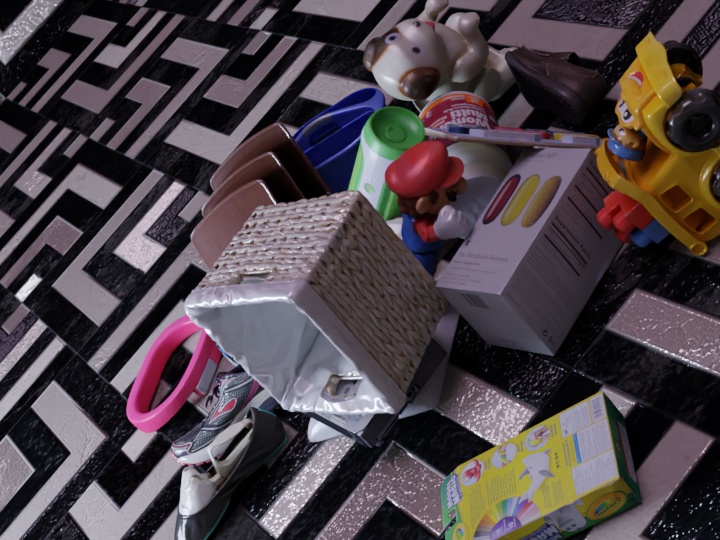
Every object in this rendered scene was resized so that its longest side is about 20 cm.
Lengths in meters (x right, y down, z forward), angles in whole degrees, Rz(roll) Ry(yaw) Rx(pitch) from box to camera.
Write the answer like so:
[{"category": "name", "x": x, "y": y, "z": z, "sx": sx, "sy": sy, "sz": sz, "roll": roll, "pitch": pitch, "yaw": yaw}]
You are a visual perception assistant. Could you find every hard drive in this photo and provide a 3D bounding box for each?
[{"category": "hard drive", "x": -0.004, "y": 0.117, "z": 1.649, "sx": 0.140, "sy": 0.038, "sz": 0.199, "roll": -53, "pitch": 32, "yaw": -11}]

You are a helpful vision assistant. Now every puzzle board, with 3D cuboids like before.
[{"category": "puzzle board", "x": 0.187, "y": -0.155, "z": 1.655, "sx": 0.151, "sy": 0.198, "sz": 0.018, "roll": -143, "pitch": 56, "yaw": -76}]

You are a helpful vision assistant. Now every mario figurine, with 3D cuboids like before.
[{"category": "mario figurine", "x": 0.090, "y": -0.058, "z": 1.633, "sx": 0.123, "sy": 0.201, "sz": 0.106, "roll": 29, "pitch": 46, "yaw": 30}]

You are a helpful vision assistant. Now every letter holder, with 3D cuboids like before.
[{"category": "letter holder", "x": -0.156, "y": -0.098, "z": 1.991, "sx": 0.100, "sy": 0.143, "sz": 0.200, "roll": -35, "pitch": 1, "yaw": -43}]

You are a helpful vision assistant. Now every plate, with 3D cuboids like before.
[{"category": "plate", "x": 0.026, "y": 0.098, "z": 1.705, "sx": 0.198, "sy": 0.032, "sz": 0.201, "roll": -20, "pitch": 39, "yaw": 36}]

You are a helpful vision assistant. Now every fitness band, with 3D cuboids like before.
[{"category": "fitness band", "x": -0.259, "y": 0.138, "z": 2.005, "sx": 0.143, "sy": 0.037, "sz": 0.201, "roll": -21, "pitch": 37, "yaw": 36}]

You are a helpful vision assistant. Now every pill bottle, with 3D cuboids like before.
[{"category": "pill bottle", "x": 0.131, "y": -0.130, "z": 1.777, "sx": 0.109, "sy": 0.110, "sz": 0.201, "roll": -35, "pitch": 31, "yaw": 17}]

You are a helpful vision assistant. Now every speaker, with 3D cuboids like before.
[{"category": "speaker", "x": 0.027, "y": -0.112, "z": 1.809, "sx": 0.201, "sy": 0.088, "sz": 0.089, "roll": 106, "pitch": -179, "yaw": -50}]

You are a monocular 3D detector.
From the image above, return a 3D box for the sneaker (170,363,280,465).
[{"category": "sneaker", "x": -0.164, "y": 0.166, "z": 1.799, "sx": 0.200, "sy": 0.075, "sz": 0.081, "roll": -42, "pitch": 14, "yaw": 9}]

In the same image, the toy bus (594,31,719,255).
[{"category": "toy bus", "x": 0.308, "y": -0.112, "z": 1.458, "sx": 0.192, "sy": 0.200, "sz": 0.136, "roll": -40, "pitch": 28, "yaw": 24}]

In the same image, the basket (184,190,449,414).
[{"category": "basket", "x": -0.045, "y": 0.036, "z": 1.566, "sx": 0.197, "sy": 0.200, "sz": 0.162, "roll": -5, "pitch": 47, "yaw": 47}]

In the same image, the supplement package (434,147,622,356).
[{"category": "supplement package", "x": 0.195, "y": -0.024, "z": 1.566, "sx": 0.113, "sy": 0.110, "sz": 0.201, "roll": 6, "pitch": 57, "yaw": 53}]

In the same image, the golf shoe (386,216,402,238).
[{"category": "golf shoe", "x": 0.000, "y": 0.000, "z": 1.803, "sx": 0.199, "sy": 0.075, "sz": 0.092, "roll": -21, "pitch": 46, "yaw": 20}]

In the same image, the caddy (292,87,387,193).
[{"category": "caddy", "x": -0.033, "y": -0.178, "z": 2.043, "sx": 0.199, "sy": 0.105, "sz": 0.142, "roll": -31, "pitch": 31, "yaw": 24}]

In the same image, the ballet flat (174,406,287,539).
[{"category": "ballet flat", "x": -0.174, "y": 0.246, "z": 1.733, "sx": 0.200, "sy": 0.068, "sz": 0.068, "roll": -51, "pitch": 29, "yaw": -10}]

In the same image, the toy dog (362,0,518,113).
[{"category": "toy dog", "x": 0.088, "y": -0.271, "z": 1.894, "sx": 0.140, "sy": 0.199, "sz": 0.194, "roll": 48, "pitch": 111, "yaw": 24}]

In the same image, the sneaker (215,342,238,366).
[{"category": "sneaker", "x": -0.115, "y": 0.083, "z": 1.876, "sx": 0.199, "sy": 0.075, "sz": 0.087, "roll": 3, "pitch": 43, "yaw": 46}]

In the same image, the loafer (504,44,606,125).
[{"category": "loafer", "x": 0.251, "y": -0.242, "z": 1.820, "sx": 0.071, "sy": 0.073, "sz": 0.200, "roll": -35, "pitch": 34, "yaw": -5}]

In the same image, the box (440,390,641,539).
[{"category": "box", "x": 0.166, "y": 0.211, "z": 1.376, "sx": 0.199, "sy": 0.048, "sz": 0.118, "roll": -29, "pitch": 34, "yaw": 22}]
